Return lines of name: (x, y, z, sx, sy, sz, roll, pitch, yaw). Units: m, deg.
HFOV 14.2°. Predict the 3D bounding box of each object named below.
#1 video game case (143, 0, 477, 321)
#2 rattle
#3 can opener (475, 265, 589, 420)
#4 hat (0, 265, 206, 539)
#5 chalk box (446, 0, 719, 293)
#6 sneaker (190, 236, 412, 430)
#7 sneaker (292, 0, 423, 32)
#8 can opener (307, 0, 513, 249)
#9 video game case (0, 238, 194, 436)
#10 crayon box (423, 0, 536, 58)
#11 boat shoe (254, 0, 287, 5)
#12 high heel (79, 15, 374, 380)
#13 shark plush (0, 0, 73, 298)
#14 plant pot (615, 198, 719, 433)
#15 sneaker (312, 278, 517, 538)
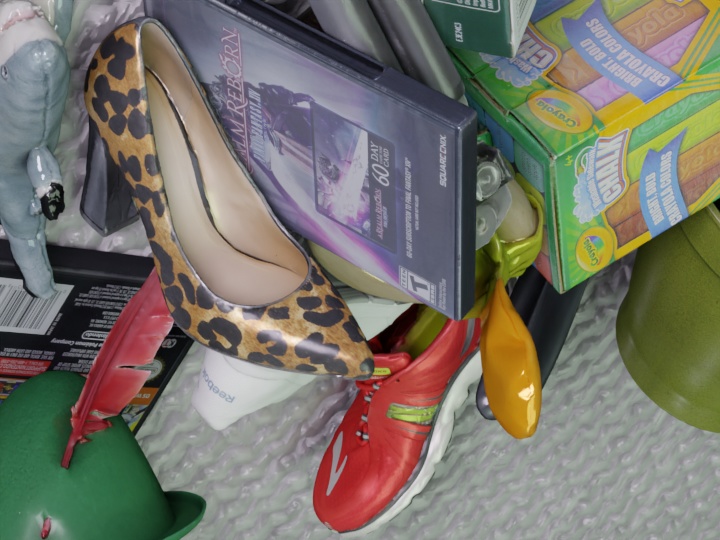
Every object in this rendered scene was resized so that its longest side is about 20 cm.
video game case: (-0.026, -0.068, 1.467, 0.019, 0.199, 0.143, -46, 152, -32)
rattle: (0.000, 0.000, 1.555, 0.199, 0.130, 0.144, 23, 68, -31)
can opener: (0.116, 0.000, 1.753, 0.078, 0.063, 0.201, 26, 77, -15)
hat: (-0.176, 0.067, 1.557, 0.200, 0.165, 0.177, -24, 105, -45)
chalk box: (0.121, -0.085, 1.656, 0.200, 0.124, 0.125, -32, 145, -15)
sneaker: (-0.035, 0.028, 1.657, 0.200, 0.075, 0.087, -26, 158, -54)
sneaker: (0.015, -0.152, 1.527, 0.085, 0.073, 0.200, -52, 170, -38)
can opener: (0.016, -0.093, 1.464, 0.053, 0.067, 0.201, -40, 120, -20)
video game case: (-0.189, 0.065, 1.603, 0.199, 0.026, 0.181, 7, 123, -49)
crayon box: (0.080, -0.224, 1.467, 0.126, 0.051, 0.201, 82, 26, -51)
boat shoe: (-0.023, -0.225, 1.413, 0.072, 0.068, 0.201, -3, 129, -41)
high heel: (-0.065, -0.035, 1.465, 0.071, 0.200, 0.143, -38, 153, -38)
shark plush: (-0.175, -0.056, 1.431, 0.091, 0.083, 0.201, -17, 138, -32)
plant pot: (0.258, 0.000, 1.847, 0.200, 0.201, 0.193, -16, 150, -33)
sneaker: (0.017, 0.069, 1.781, 0.085, 0.077, 0.201, 21, 102, -47)
